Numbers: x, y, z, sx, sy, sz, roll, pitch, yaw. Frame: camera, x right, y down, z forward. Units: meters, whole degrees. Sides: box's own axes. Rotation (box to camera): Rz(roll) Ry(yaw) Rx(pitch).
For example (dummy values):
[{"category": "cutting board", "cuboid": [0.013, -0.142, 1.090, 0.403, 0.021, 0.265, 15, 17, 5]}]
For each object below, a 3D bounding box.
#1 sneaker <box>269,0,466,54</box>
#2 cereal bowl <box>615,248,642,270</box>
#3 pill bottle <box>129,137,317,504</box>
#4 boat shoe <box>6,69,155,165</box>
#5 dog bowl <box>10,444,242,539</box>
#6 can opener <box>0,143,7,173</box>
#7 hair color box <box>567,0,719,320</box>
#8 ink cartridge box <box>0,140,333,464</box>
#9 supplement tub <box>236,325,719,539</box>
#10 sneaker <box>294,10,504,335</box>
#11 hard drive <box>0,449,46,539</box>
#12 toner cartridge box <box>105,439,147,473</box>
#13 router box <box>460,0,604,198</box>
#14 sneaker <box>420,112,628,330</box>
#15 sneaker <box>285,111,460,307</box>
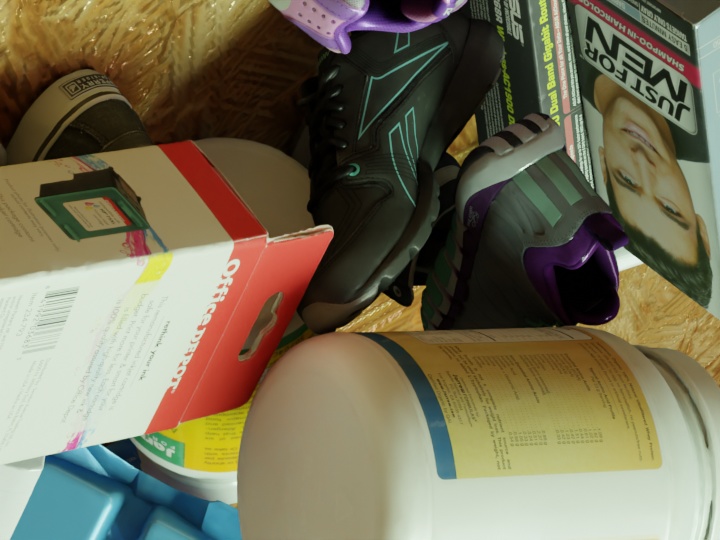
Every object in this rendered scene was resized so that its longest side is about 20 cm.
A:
[{"category": "sneaker", "cuboid": [0.028, -0.152, 1.312, 0.199, 0.088, 0.081, -28, 153, -35]}, {"category": "cereal bowl", "cuboid": [0.149, -0.045, 1.671, 0.199, 0.084, 0.200, -18, 176, -1]}, {"category": "pill bottle", "cuboid": [-0.070, 0.033, 1.452, 0.112, 0.113, 0.200, -33, 157, -22]}, {"category": "boat shoe", "cuboid": [-0.142, 0.002, 1.336, 0.070, 0.064, 0.201, -23, 151, -39]}, {"category": "dog bowl", "cuboid": [-0.126, 0.148, 1.476, 0.112, 0.199, 0.050, -63, 175, -2]}, {"category": "can opener", "cuboid": [-0.207, 0.013, 1.262, 0.066, 0.053, 0.201, -15, 145, -46]}, {"category": "hair color box", "cuboid": [0.159, -0.079, 1.428, 0.060, 0.099, 0.201, -34, 138, -19]}, {"category": "ink cartridge box", "cuboid": [-0.119, 0.014, 1.246, 0.199, 0.067, 0.117, -10, 139, -43]}, {"category": "supplement tub", "cuboid": [0.060, 0.098, 1.332, 0.199, 0.145, 0.145, 0, 137, -32]}, {"category": "sneaker", "cuboid": [0.000, -0.055, 1.356, 0.075, 0.079, 0.201, -38, -158, 46]}, {"category": "hard drive", "cuboid": [-0.229, 0.118, 1.322, 0.131, 0.025, 0.200, 15, 141, -13]}, {"category": "toner cartridge box", "cuboid": [-0.171, 0.153, 1.591, 0.199, 0.043, 0.095, -23, 149, -40]}, {"category": "router box", "cuboid": [0.130, -0.120, 1.497, 0.149, 0.062, 0.201, -33, 138, -22]}, {"category": "sneaker", "cuboid": [0.082, 0.013, 1.409, 0.074, 0.088, 0.200, -33, 157, -17]}, {"category": "sneaker", "cuboid": [0.000, 0.000, 1.510, 0.070, 0.109, 0.201, -25, 150, -39]}]
